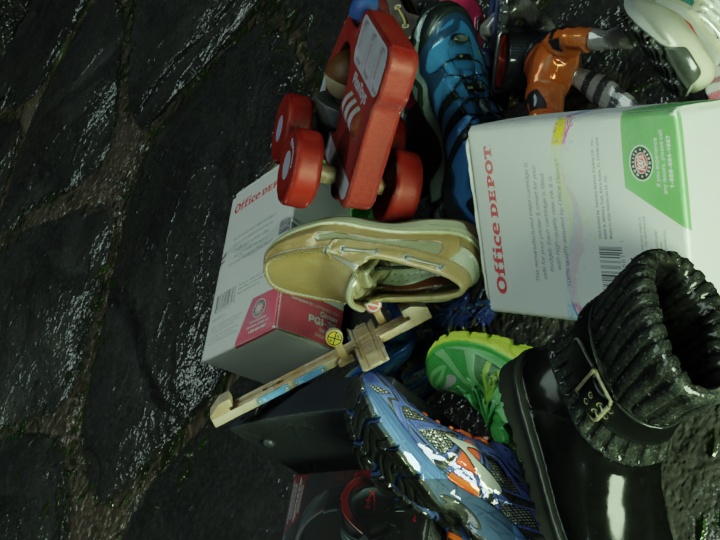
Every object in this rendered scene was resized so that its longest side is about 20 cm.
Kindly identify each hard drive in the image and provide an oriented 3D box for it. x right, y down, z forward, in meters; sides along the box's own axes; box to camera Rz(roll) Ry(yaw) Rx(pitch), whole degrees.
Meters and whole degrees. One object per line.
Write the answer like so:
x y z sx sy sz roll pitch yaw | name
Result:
-0.004 0.139 0.918 0.200 0.135 0.042 -16 44 48 | hard drive

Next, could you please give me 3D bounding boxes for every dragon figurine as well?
0.036 0.075 0.968 0.200 0.059 0.099 -52 35 16 | dragon figurine

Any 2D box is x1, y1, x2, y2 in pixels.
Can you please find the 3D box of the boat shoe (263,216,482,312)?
0.000 0.000 0.892 0.200 0.072 0.076 -7 35 29 | boat shoe

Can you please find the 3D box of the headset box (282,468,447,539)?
0.007 0.240 0.882 0.200 0.075 0.149 -16 56 48 | headset box

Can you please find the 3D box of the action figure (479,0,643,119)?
0.157 -0.148 0.957 0.194 0.104 0.200 -122 36 -59 | action figure

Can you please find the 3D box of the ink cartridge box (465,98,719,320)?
0.175 -0.041 0.778 0.200 0.087 0.146 4 104 54 | ink cartridge box

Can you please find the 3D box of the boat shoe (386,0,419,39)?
0.054 -0.241 1.150 0.060 0.072 0.200 -42 41 13 | boat shoe

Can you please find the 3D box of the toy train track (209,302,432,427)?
-0.038 0.068 0.908 0.200 0.033 0.115 -28 14 0 | toy train track

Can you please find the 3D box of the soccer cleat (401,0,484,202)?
0.066 -0.163 1.051 0.086 0.070 0.201 -69 -5 -85 | soccer cleat

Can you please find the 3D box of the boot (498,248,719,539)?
0.175 0.109 0.670 0.158 0.079 0.212 -42 64 45 | boot

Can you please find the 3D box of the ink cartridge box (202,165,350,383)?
-0.082 0.000 1.151 0.146 0.083 0.200 -27 48 49 | ink cartridge box

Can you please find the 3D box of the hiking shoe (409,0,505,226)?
0.097 -0.125 0.908 0.087 0.074 0.201 4 106 57 | hiking shoe

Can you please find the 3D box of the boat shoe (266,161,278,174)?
-0.023 -0.151 1.199 0.200 0.076 0.074 -36 36 23 | boat shoe

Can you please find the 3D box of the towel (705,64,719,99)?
0.307 -0.130 0.764 0.146 0.030 0.200 -29 46 40 | towel

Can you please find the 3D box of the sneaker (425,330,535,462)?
0.111 0.098 0.837 0.200 0.074 0.084 9 72 55 | sneaker

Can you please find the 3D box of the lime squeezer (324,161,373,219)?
0.012 -0.054 1.025 0.038 0.071 0.200 -31 40 -6 | lime squeezer

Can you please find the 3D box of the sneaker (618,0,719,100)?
0.241 -0.187 0.783 0.093 0.070 0.200 -31 14 20 | sneaker

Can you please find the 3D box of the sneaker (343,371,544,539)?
0.068 0.144 0.788 0.078 0.200 0.075 -45 1 -31 | sneaker

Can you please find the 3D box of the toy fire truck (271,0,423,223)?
-0.001 -0.142 0.935 0.200 0.112 0.168 -106 31 -59 | toy fire truck
